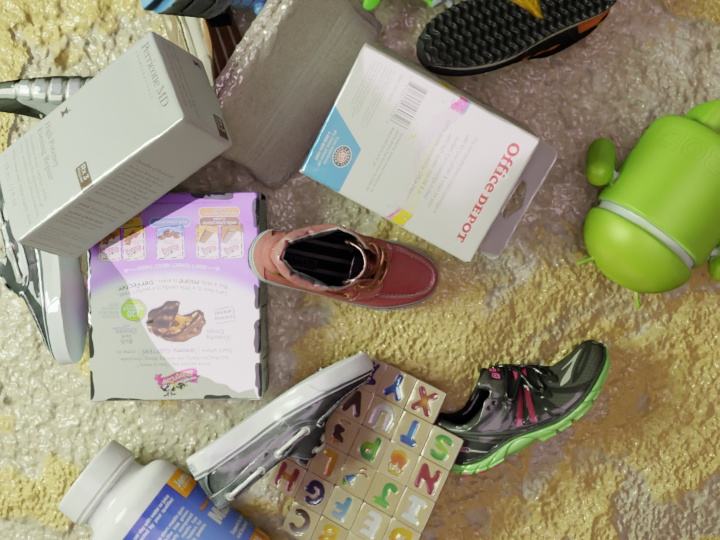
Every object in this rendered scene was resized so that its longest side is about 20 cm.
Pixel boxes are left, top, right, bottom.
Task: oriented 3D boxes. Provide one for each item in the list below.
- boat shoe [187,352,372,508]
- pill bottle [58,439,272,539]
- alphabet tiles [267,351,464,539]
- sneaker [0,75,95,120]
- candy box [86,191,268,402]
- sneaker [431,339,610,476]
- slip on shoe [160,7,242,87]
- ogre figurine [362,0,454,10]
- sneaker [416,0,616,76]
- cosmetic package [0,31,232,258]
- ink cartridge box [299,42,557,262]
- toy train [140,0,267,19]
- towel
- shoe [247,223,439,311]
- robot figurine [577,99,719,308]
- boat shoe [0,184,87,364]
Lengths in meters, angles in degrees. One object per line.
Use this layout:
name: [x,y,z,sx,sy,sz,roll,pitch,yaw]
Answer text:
boat shoe: [-0.065,0.154,0.836,0.200,0.072,0.068,-33,88,-11]
pill bottle: [-0.187,0.256,0.850,0.200,0.112,0.112,38,92,-2]
alphabet tiles: [0.002,0.192,0.871,0.166,0.006,0.201,25,92,19]
sneaker: [-0.267,-0.131,0.856,0.199,0.075,0.116,1,105,8]
candy box: [-0.177,0.025,0.861,0.167,0.072,0.201,0,92,0]
sneaker: [0.158,0.125,0.862,0.200,0.077,0.084,-33,96,0]
slip on shoe: [-0.157,-0.219,0.857,0.060,0.076,0.201,-12,98,31]
ogre figurine: [0.029,-0.311,0.810,0.098,0.200,0.120,-23,54,37]
sneaker: [0.149,-0.222,0.839,0.199,0.090,0.070,-22,75,-4]
cosmetic package: [-0.219,-0.105,0.768,0.200,0.074,0.102,-34,64,20]
ink cartridge box: [0.068,-0.108,0.818,0.199,0.125,0.129,29,106,-2]
toy train: [-0.114,-0.290,0.801,0.199,0.087,0.115,-6,86,-38]
towel: [-0.068,-0.184,0.826,0.034,0.132,0.200,37,94,37]
shoe: [0.000,0.000,0.819,0.199,0.091,0.072,9,88,-24]
robot figurine: [0.295,-0.065,0.834,0.175,0.116,0.200,36,92,-6]
boat shoe: [-0.321,-0.003,0.859,0.067,0.072,0.201,-12,93,2]
